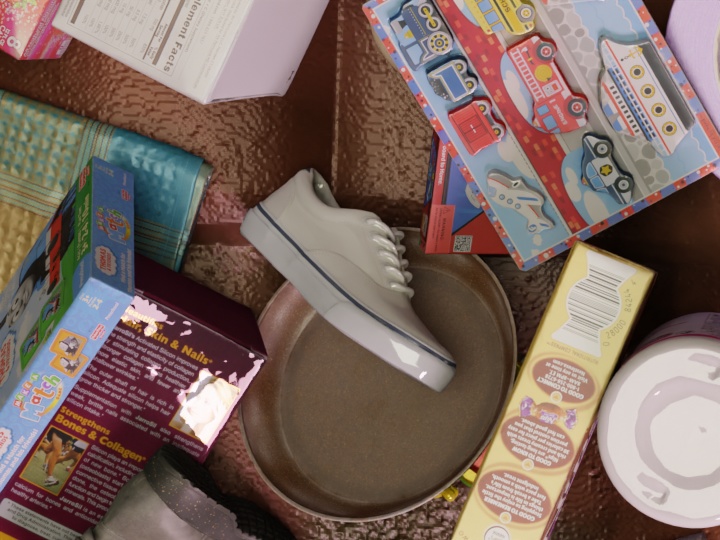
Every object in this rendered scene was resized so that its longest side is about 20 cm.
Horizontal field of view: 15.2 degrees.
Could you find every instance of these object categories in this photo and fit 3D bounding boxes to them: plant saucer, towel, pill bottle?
[{"bbox_3d":[0.014,0.070,1.737,0.200,0.032,0.201,-11,63,23],"label":"plant saucer"},{"bbox_3d":[-0.209,-0.036,1.817,0.200,0.022,0.147,19,99,11],"label":"towel"},{"bbox_3d":[0.210,0.086,1.649,0.113,0.200,0.114,1,95,11],"label":"pill bottle"}]

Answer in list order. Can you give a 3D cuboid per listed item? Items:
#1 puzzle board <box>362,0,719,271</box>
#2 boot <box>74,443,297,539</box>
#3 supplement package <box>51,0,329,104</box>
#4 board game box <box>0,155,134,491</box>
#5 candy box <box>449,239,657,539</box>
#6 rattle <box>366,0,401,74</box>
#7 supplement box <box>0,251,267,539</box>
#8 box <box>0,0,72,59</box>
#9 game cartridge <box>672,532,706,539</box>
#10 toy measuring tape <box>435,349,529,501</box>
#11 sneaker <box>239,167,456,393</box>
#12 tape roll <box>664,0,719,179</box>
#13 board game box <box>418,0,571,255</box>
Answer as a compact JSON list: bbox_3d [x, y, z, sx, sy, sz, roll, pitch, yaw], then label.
[{"bbox_3d":[0.115,-0.114,1.651,0.151,0.017,0.200,-28,107,14],"label":"puzzle board"},{"bbox_3d":[-0.113,0.206,1.752,0.131,0.068,0.200,-44,125,7],"label":"boot"},{"bbox_3d":[-0.085,-0.198,1.683,0.111,0.200,0.156,27,100,8],"label":"supplement package"},{"bbox_3d":[-0.209,0.044,1.734,0.037,0.151,0.200,26,116,-20],"label":"board game box"},{"bbox_3d":[0.119,0.083,1.647,0.056,0.117,0.200,22,92,7],"label":"candy box"},{"bbox_3d":[0.083,-0.150,1.690,0.130,0.143,0.200,-34,81,-6],"label":"rattle"},{"bbox_3d":[-0.161,0.098,1.764,0.110,0.086,0.200,28,104,-19],"label":"supplement box"},{"bbox_3d":[-0.203,-0.246,1.757,0.100,0.095,0.200,31,100,6],"label":"box"},{"bbox_3d":[0.190,0.282,1.758,0.129,0.038,0.200,-15,92,17],"label":"game cartridge"},{"bbox_3d":[0.117,0.085,1.737,0.200,0.074,0.074,-42,86,12],"label":"toy measuring tape"},{"bbox_3d":[0.000,0.000,1.713,0.071,0.073,0.200,-51,55,4],"label":"sneaker"},{"bbox_3d":[0.292,-0.134,1.682,0.200,0.066,0.201,1,96,11],"label":"tape roll"},{"bbox_3d":[0.099,-0.105,1.690,0.103,0.019,0.200,0,112,-17],"label":"board game box"}]
